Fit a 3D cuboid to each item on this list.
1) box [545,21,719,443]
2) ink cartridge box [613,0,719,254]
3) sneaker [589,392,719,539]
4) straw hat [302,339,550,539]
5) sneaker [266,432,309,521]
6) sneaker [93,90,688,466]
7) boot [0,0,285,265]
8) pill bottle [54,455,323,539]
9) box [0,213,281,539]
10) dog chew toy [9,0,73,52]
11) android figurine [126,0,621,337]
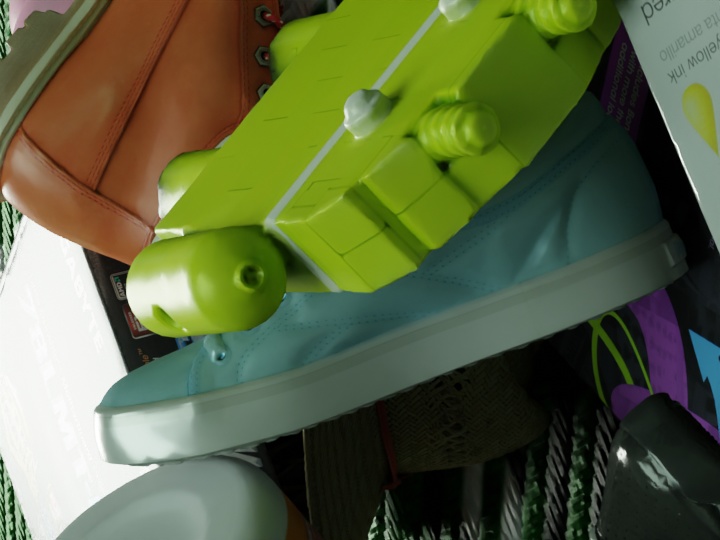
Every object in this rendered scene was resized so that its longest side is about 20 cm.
[{"bbox_3d":[0.133,0.020,0.877,0.200,0.036,0.143,47,141,40],"label":"box"},{"bbox_3d":[0.163,-0.039,0.708,0.145,0.083,0.200,-34,72,45],"label":"ink cartridge box"},{"bbox_3d":[0.084,0.129,0.863,0.075,0.115,0.200,49,169,39],"label":"sneaker"},{"bbox_3d":[0.028,0.034,1.013,0.201,0.085,0.202,-2,-90,-85],"label":"straw hat"},{"bbox_3d":[-0.028,0.069,1.134,0.200,0.075,0.106,88,161,-83],"label":"sneaker"},{"bbox_3d":[0.000,0.000,0.881,0.074,0.200,0.082,176,73,-89],"label":"sneaker"},{"bbox_3d":[-0.049,-0.089,0.985,0.107,0.200,0.075,32,173,15],"label":"boot"},{"bbox_3d":[-0.022,0.165,0.906,0.200,0.112,0.112,53,163,-27],"label":"pill bottle"},{"bbox_3d":[-0.090,0.078,1.068,0.199,0.050,0.200,119,132,-61],"label":"box"},{"bbox_3d":[-0.095,-0.084,1.173,0.200,0.124,0.125,-127,34,-51],"label":"dog chew toy"},{"bbox_3d":[0.006,-0.050,0.813,0.041,0.182,0.200,44,163,-17],"label":"android figurine"}]
